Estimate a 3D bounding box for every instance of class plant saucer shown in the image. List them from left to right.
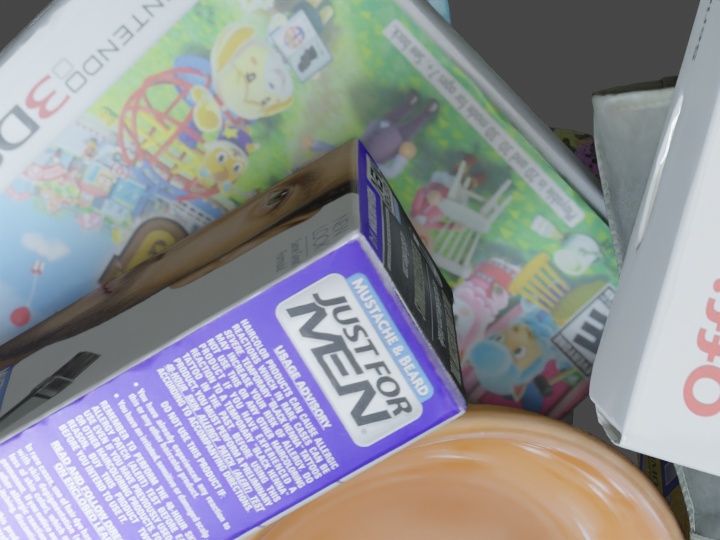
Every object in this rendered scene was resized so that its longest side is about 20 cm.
[{"bbox_3d":[0.013,0.131,0.818,0.199,0.037,0.201,-10,112,-26],"label":"plant saucer"}]

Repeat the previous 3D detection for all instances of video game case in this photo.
[{"bbox_3d":[-0.030,-0.003,0.821,0.182,0.022,0.200,-43,102,11],"label":"video game case"}]

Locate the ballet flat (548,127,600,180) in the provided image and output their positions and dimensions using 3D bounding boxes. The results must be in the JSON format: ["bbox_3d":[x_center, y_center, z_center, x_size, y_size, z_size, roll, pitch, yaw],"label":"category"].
[{"bbox_3d":[0.000,0.000,0.919,0.199,0.071,0.069,-15,89,-3],"label":"ballet flat"}]

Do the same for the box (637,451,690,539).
[{"bbox_3d":[0.135,0.059,0.919,0.070,0.064,0.201,-5,91,-14],"label":"box"}]

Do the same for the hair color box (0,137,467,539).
[{"bbox_3d":[-0.070,0.047,0.768,0.199,0.109,0.065,-29,104,7],"label":"hair color box"}]

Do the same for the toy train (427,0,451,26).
[{"bbox_3d":[-0.073,-0.063,0.885,0.199,0.150,0.056,-13,70,-3],"label":"toy train"}]

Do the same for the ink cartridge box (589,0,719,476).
[{"bbox_3d":[0.176,0.002,0.723,0.199,0.084,0.147,15,94,0],"label":"ink cartridge box"}]

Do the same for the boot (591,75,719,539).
[{"bbox_3d":[0.163,0.033,0.804,0.181,0.073,0.201,-5,87,-15],"label":"boot"}]

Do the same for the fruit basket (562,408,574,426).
[{"bbox_3d":[-0.029,0.132,0.897,0.184,0.094,0.201,7,100,-3],"label":"fruit basket"}]
